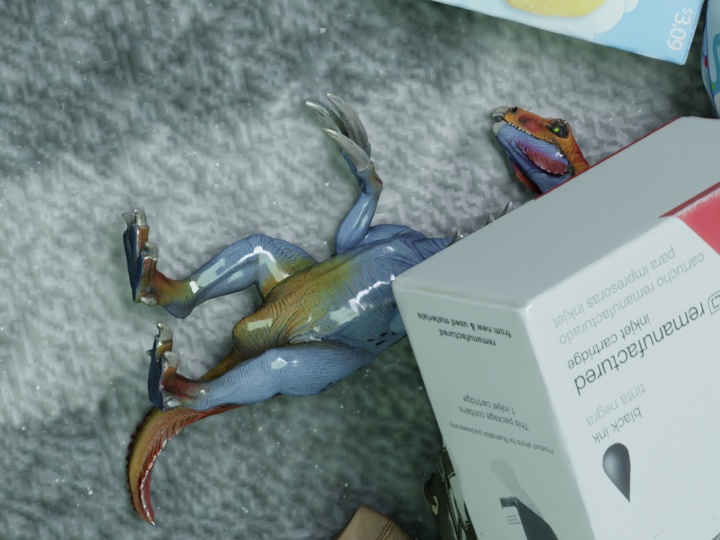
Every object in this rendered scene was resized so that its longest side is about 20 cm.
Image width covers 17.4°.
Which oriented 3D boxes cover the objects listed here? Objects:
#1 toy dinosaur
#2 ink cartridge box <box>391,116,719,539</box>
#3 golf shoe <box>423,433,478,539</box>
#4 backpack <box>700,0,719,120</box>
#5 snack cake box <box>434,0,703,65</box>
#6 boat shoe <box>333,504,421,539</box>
[{"bbox_3d":[0.000,0.000,0.928,0.180,0.106,0.200,-6,149,-18],"label":"toy dinosaur"},{"bbox_3d":[0.115,0.067,0.829,0.144,0.084,0.201,-29,111,-27],"label":"ink cartridge box"},{"bbox_3d":[0.053,0.079,0.908,0.078,0.094,0.201,-33,127,-25],"label":"golf shoe"},{"bbox_3d":[0.225,-0.085,0.869,0.199,0.153,0.164,-15,108,-33],"label":"backpack"},{"bbox_3d":[0.090,-0.189,0.865,0.114,0.067,0.201,13,105,-7],"label":"snack cake box"},{"bbox_3d":[-0.050,0.171,0.963,0.200,0.072,0.073,-40,91,6],"label":"boat shoe"}]
